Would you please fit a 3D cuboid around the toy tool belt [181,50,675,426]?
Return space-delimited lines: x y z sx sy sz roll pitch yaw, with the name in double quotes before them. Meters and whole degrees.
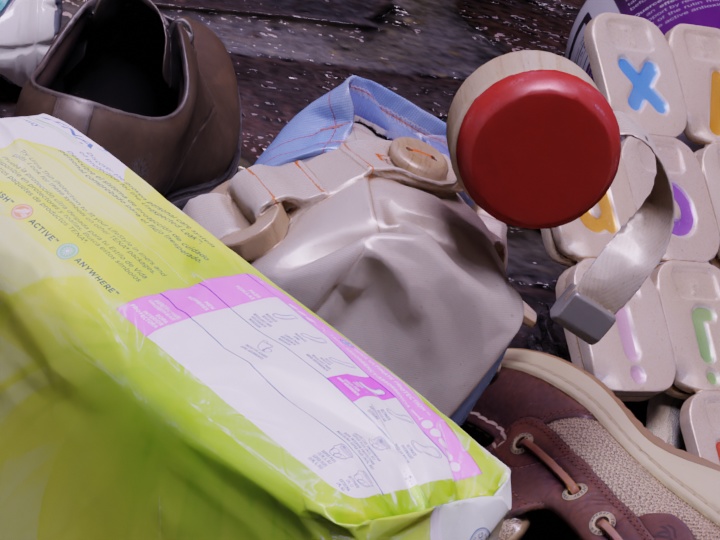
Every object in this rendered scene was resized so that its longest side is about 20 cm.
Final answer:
"toy tool belt" 0.000 0.000 0.834 0.125 0.200 0.123 31 20 -17

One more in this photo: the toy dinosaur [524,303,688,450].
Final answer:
"toy dinosaur" 0.110 0.031 1.029 0.088 0.048 0.200 30 29 11

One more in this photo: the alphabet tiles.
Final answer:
"alphabet tiles" 0.144 0.000 1.012 0.199 0.015 0.197 2 66 -39

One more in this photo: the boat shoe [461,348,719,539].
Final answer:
"boat shoe" 0.057 0.081 0.841 0.072 0.073 0.200 -22 29 -25

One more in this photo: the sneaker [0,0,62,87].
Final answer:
"sneaker" -0.183 -0.141 1.163 0.079 0.078 0.200 -3 30 -21

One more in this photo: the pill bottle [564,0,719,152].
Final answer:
"pill bottle" 0.151 -0.070 1.185 0.112 0.113 0.200 12 25 -12

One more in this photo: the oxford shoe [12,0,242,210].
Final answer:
"oxford shoe" -0.077 -0.064 1.001 0.072 0.085 0.200 17 22 2

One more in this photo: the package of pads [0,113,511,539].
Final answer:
"package of pads" -0.063 0.065 0.695 0.068 0.155 0.200 -8 34 -45
